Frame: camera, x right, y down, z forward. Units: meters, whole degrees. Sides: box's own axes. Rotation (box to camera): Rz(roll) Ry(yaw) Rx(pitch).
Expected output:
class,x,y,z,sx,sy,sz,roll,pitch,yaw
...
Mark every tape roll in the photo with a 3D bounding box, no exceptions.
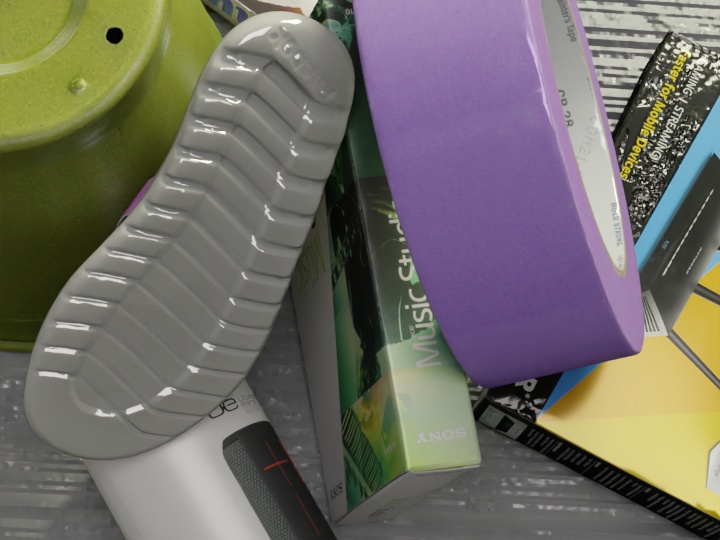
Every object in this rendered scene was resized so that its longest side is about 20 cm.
class,x,y,z,sx,sy,sz,roll,pitch,yaw
tape roll,0.058,-0.057,0.755,0.066,0.200,0.200,-14,76,14

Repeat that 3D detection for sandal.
class,x,y,z,sx,sy,sz,roll,pitch,yaw
sandal,-0.064,-0.011,0.761,0.082,0.050,0.203,30,102,-17

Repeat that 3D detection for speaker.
class,x,y,z,sx,sy,sz,roll,pitch,yaw
speaker,-0.043,0.136,0.804,0.081,0.081,0.200,-28,79,-11

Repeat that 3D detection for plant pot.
class,x,y,z,sx,sy,sz,roll,pitch,yaw
plant pot,-0.143,-0.084,0.793,0.200,0.193,0.201,1,75,-5

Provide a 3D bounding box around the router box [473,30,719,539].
class,x,y,z,sx,sy,sz,roll,pitch,yaw
router box,0.161,0.011,0.866,0.149,0.051,0.200,27,73,2

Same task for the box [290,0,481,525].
class,x,y,z,sx,sy,sz,roll,pitch,yaw
box,0.000,0.000,0.807,0.036,0.144,0.200,-8,76,-15

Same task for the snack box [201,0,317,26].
class,x,y,z,sx,sy,sz,roll,pitch,yaw
snack box,-0.037,-0.144,0.899,0.200,0.024,0.072,37,65,5
